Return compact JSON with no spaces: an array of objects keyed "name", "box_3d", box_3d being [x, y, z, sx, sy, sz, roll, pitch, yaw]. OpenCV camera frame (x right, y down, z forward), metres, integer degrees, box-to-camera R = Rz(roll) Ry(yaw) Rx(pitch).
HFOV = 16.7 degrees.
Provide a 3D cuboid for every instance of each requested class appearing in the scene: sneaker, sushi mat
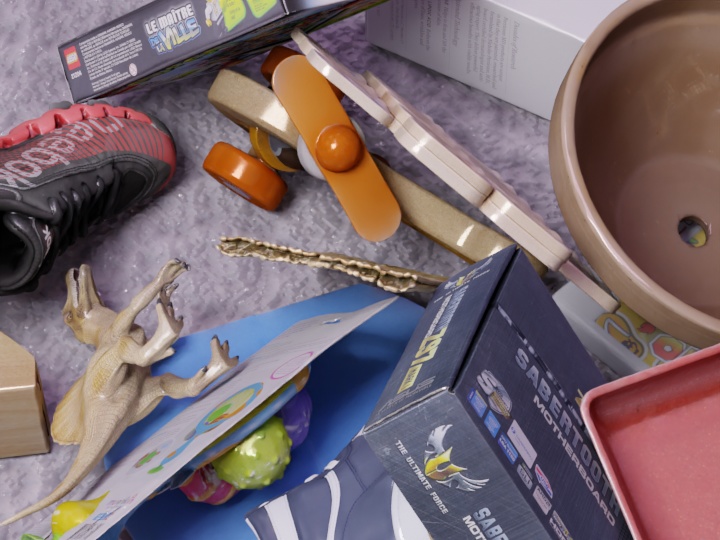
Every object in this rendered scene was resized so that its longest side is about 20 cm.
[{"name":"sneaker","box_3d":[0.013,0.094,1.148,0.108,0.070,0.200,-27,18,24]},{"name":"sushi mat","box_3d":[0.000,0.000,1.205,0.095,0.200,0.012,13,91,13]},{"name":"sneaker","box_3d":[-0.168,-0.034,1.265,0.200,0.071,0.098,-12,45,-40]}]

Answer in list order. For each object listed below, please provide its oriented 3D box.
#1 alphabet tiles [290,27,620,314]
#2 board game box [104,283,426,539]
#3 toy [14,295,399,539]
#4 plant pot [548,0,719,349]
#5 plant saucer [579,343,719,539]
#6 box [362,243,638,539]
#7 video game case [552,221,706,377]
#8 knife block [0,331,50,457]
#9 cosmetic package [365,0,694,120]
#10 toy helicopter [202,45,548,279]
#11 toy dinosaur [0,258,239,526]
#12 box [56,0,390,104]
[{"name":"alphabet tiles","box_3d":[0.048,-0.053,1.216,0.195,0.200,0.015,39,95,-13]},{"name":"board game box","box_3d":[-0.027,0.092,1.221,0.199,0.039,0.158,-17,54,-13]},{"name":"toy","box_3d":[-0.069,0.088,1.153,0.200,0.115,0.047,-34,99,-26]},{"name":"plant pot","box_3d":[0.182,-0.038,1.232,0.200,0.093,0.202,6,64,-12]},{"name":"plant saucer","box_3d":[0.213,0.121,1.095,0.199,0.037,0.201,-18,78,-21]},{"name":"box","box_3d":[0.089,0.106,1.090,0.051,0.200,0.158,-28,13,23]},{"name":"video game case","box_3d":[0.230,0.024,1.271,0.182,0.023,0.200,-39,62,-23]},{"name":"knife block","box_3d":[-0.279,0.071,1.228,0.200,0.064,0.176,32,62,22]},{"name":"cosmetic package","box_3d":[0.113,-0.150,1.362,0.199,0.081,0.113,22,57,17]},{"name":"toy helicopter","box_3d":[0.009,-0.048,1.271,0.200,0.132,0.079,31,84,6]},{"name":"toy dinosaur","box_3d":[-0.115,0.057,1.189,0.101,0.058,0.200,-35,26,20]},{"name":"box","box_3d":[-0.060,-0.134,1.281,0.110,0.200,0.035,-18,92,-39]}]
